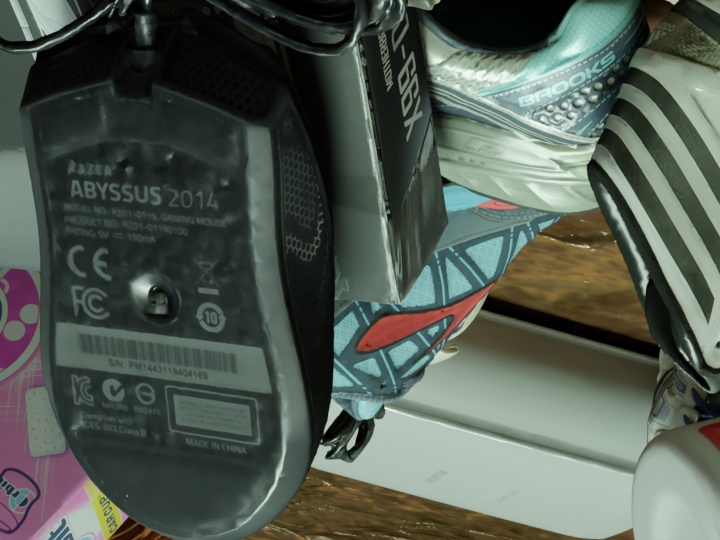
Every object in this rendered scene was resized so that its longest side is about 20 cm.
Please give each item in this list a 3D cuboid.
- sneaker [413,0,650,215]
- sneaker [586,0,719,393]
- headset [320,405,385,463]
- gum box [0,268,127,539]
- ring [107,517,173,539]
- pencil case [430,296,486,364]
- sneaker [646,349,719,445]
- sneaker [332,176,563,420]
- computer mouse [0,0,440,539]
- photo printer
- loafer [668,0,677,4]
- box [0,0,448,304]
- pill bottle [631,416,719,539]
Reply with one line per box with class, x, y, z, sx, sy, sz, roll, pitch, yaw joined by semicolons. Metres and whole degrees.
sneaker;-0.001;-0.085;0.763;0.199;0.078;0.087;9;142;11
sneaker;0.154;-0.001;0.737;0.200;0.116;0.076;32;-175;-12
headset;-0.072;-0.001;1.000;0.199;0.094;0.124;26;162;-4
gum box;-0.171;0.031;1.011;0.200;0.114;0.066;37;160;18
ring;-0.141;0.055;1.059;0.199;0.201;0.019;10;146;8
pencil case;-0.034;-0.027;0.883;0.199;0.090;0.078;21;166;-39
sneaker;0.161;0.049;1.001;0.075;0.089;0.200;13;161;6
sneaker;0.000;0.000;0.831;0.079;0.199;0.096;39;143;46
computer mouse;-0.043;-0.018;0.688;0.138;0.201;0.053;11;-154;20
photo printer;0.052;0.069;1.164;0.199;0.070;0.166;16;162;-10
loafer;0.106;-0.093;0.640;0.199;0.063;0.072;16;163;-11
box;-0.081;-0.074;0.727;0.199;0.050;0.158;6;126;22
pill bottle;0.218;0.095;0.946;0.199;0.114;0.114;-13;168;-14
